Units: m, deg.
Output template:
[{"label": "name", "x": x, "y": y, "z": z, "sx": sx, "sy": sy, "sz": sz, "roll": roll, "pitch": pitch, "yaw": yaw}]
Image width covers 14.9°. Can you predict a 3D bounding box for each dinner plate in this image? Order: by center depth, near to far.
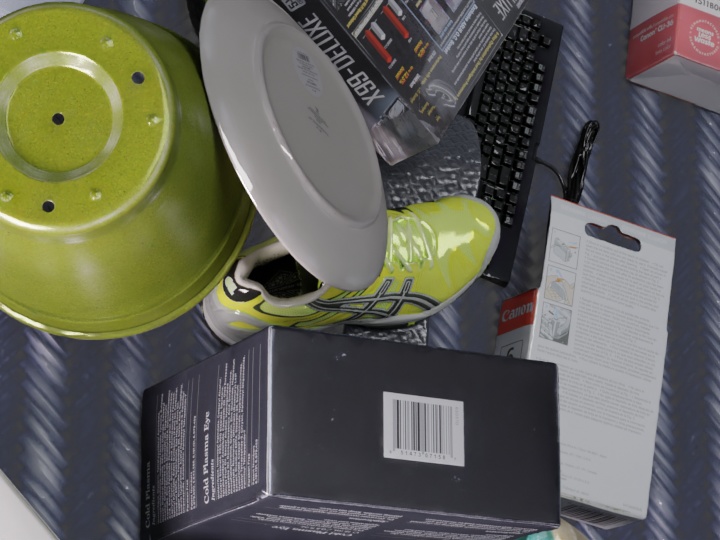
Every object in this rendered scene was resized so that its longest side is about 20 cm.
[{"label": "dinner plate", "x": -0.031, "y": -0.083, "z": 1.646, "sx": 0.200, "sy": 0.024, "sz": 0.201, "roll": 49, "pitch": 27, "yaw": -35}]

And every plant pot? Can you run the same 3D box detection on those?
[{"label": "plant pot", "x": -0.162, "y": -0.070, "z": 1.583, "sx": 0.199, "sy": 0.193, "sz": 0.201, "roll": 0, "pitch": 83, "yaw": 1}]

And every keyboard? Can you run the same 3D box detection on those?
[{"label": "keyboard", "x": 0.111, "y": -0.083, "z": 1.885, "sx": 0.127, "sy": 0.021, "sz": 0.201, "roll": 22, "pitch": 67, "yaw": -22}]

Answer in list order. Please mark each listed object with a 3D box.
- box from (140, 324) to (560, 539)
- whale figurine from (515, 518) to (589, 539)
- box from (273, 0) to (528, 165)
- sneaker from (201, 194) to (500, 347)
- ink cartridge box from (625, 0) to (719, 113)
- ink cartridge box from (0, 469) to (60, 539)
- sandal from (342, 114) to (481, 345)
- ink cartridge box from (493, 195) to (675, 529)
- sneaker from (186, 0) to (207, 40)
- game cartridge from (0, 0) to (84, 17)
[{"label": "box", "x": -0.009, "y": 0.112, "z": 1.666, "sx": 0.199, "sy": 0.182, "sz": 0.105, "roll": 9, "pitch": 71, "yaw": -27}, {"label": "whale figurine", "x": 0.107, "y": 0.213, "z": 1.703, "sx": 0.103, "sy": 0.159, "sz": 0.200, "roll": -17, "pitch": 47, "yaw": -7}, {"label": "box", "x": 0.026, "y": -0.192, "z": 1.801, "sx": 0.158, "sy": 0.050, "sz": 0.200, "roll": 49, "pitch": 45, "yaw": -18}, {"label": "sneaker", "x": 0.000, "y": 0.000, "z": 1.735, "sx": 0.199, "sy": 0.076, "sz": 0.076, "roll": -20, "pitch": 77, "yaw": -15}, {"label": "ink cartridge box", "x": 0.264, "y": -0.221, "z": 1.981, "sx": 0.116, "sy": 0.067, "sz": 0.201, "roll": 17, "pitch": 68, "yaw": -24}, {"label": "ink cartridge box", "x": -0.224, "y": 0.219, "z": 1.572, "sx": 0.146, "sy": 0.084, "sz": 0.200, "roll": -43, "pitch": 97, "yaw": -32}, {"label": "sandal", "x": 0.026, "y": -0.011, "z": 1.804, "sx": 0.076, "sy": 0.043, "sz": 0.201, "roll": 17, "pitch": 77, "yaw": 1}, {"label": "ink cartridge box", "x": 0.146, "y": 0.062, "z": 1.841, "sx": 0.109, "sy": 0.050, "sz": 0.201, "roll": 18, "pitch": 69, "yaw": -24}, {"label": "sneaker", "x": -0.074, "y": -0.234, "z": 1.806, "sx": 0.081, "sy": 0.074, "sz": 0.201, "roll": 7, "pitch": 74, "yaw": -43}, {"label": "game cartridge", "x": -0.216, "y": -0.246, "z": 1.741, "sx": 0.133, "sy": 0.040, "sz": 0.201, "roll": 21, "pitch": 67, "yaw": -19}]
